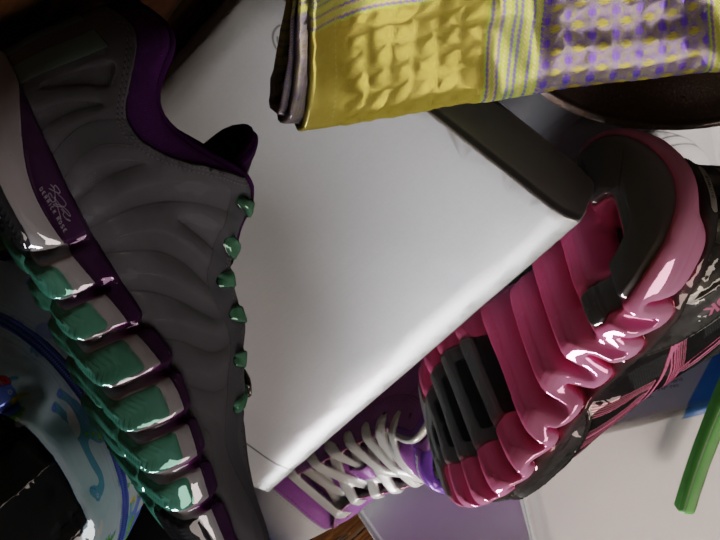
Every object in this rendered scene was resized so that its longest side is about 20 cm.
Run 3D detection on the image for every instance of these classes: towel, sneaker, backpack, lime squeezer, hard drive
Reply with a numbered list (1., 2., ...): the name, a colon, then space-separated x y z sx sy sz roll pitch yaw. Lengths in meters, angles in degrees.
1. towel: 0.069 -0.107 0.868 0.199 0.023 0.144 -7 133 -18
2. sneaker: 0.091 0.023 1.014 0.095 0.079 0.200 -2 152 -29
3. sneaker: -0.054 0.007 0.912 0.087 0.201 0.074 -31 -152 -11
4. backpack: -0.158 0.079 1.014 0.154 0.163 0.200 -45 -179 -42
5. lime squeezer: 0.178 0.006 1.105 0.200 0.038 0.071 -41 135 4
6. hard drive: -0.030 -0.011 0.995 0.200 0.132 0.027 -43 -166 43
7. sneaker: 0.009 0.083 1.386 0.200 0.073 0.115 -44 -158 23

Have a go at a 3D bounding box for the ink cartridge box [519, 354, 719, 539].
1. ink cartridge box: 0.126 0.034 1.229 0.145 0.200 0.085 -13 121 2

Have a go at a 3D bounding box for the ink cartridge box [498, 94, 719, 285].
1. ink cartridge box: 0.123 -0.066 1.024 0.199 0.041 0.200 17 124 -36

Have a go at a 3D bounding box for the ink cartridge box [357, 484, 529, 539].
1. ink cartridge box: 0.126 0.122 1.482 0.199 0.145 0.148 22 110 -40

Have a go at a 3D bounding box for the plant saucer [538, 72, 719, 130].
1. plant saucer: 0.121 -0.131 0.907 0.199 0.032 0.201 -13 135 -13

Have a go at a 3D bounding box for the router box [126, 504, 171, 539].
1. router box: -0.120 0.120 1.125 0.157 0.201 0.052 -34 132 20
